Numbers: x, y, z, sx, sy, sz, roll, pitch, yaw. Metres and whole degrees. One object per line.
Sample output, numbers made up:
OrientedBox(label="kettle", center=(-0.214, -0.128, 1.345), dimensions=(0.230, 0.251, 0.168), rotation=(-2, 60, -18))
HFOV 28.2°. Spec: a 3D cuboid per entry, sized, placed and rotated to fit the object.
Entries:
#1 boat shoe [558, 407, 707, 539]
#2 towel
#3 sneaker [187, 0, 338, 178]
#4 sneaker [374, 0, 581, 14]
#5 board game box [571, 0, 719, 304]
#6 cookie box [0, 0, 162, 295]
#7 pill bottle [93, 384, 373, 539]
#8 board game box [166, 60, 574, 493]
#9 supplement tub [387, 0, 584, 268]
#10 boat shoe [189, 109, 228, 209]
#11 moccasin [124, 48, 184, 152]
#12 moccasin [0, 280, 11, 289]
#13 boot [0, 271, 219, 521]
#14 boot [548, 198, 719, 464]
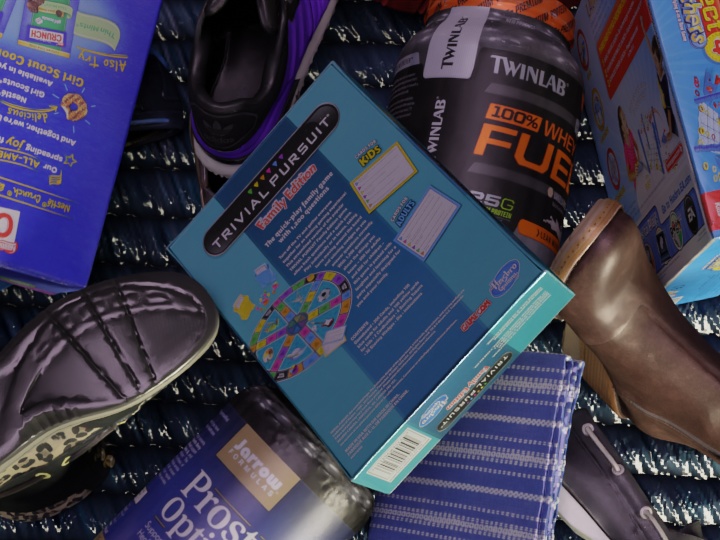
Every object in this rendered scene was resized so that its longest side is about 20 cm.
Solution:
OrientedBox(label="boat shoe", center=(0.181, 0.170, 0.866), dimensions=(0.060, 0.074, 0.200), rotation=(-43, 71, -1))
OrientedBox(label="towel", center=(0.062, 0.147, 0.863), dimensions=(0.144, 0.024, 0.201), rotation=(-1, 73, 46))
OrientedBox(label="sneaker", center=(-0.058, -0.163, 0.870), dimensions=(0.069, 0.100, 0.201), rotation=(10, 74, 8))
OrientedBox(label="sneaker", center=(0.063, -0.235, 0.942), dimensions=(0.199, 0.078, 0.116), rotation=(2, 63, -30))
OrientedBox(label="board game box", center=(0.186, -0.093, 0.853), dimensions=(0.056, 0.200, 0.197), rotation=(-11, 78, -3))
OrientedBox(label="cookie box", center=(-0.226, -0.104, 0.851), dimensions=(0.170, 0.075, 0.201), rotation=(19, 77, -24))
OrientedBox(label="pill bottle", center=(-0.064, 0.142, 0.864), dimensions=(0.112, 0.112, 0.200), rotation=(43, 84, 11))
OrientedBox(label="board game box", center=(0.000, 0.000, 0.811), dimensions=(0.151, 0.047, 0.200), rotation=(-47, 56, 7))
OrientedBox(label="supplement tub", center=(0.072, -0.069, 0.895), dimensions=(0.122, 0.123, 0.201), rotation=(10, 79, 5))
OrientedBox(label="boat shoe", center=(-0.073, -0.037, 0.921), dimensions=(0.074, 0.073, 0.201), rotation=(-19, 77, -1))
OrientedBox(label="moccasin", center=(-0.210, -0.078, 0.937), dimensions=(0.199, 0.080, 0.068), rotation=(-28, 82, -2))
OrientedBox(label="moccasin", center=(-0.313, 0.000, 0.887), dimensions=(0.199, 0.068, 0.081), rotation=(7, 85, -27))
OrientedBox(label="boot", center=(-0.167, 0.081, 0.862), dimensions=(0.203, 0.154, 0.074), rotation=(-32, 73, -4))
OrientedBox(label="boot", center=(0.189, 0.049, 0.819), dimensions=(0.166, 0.200, 0.072), rotation=(34, 74, 23))
